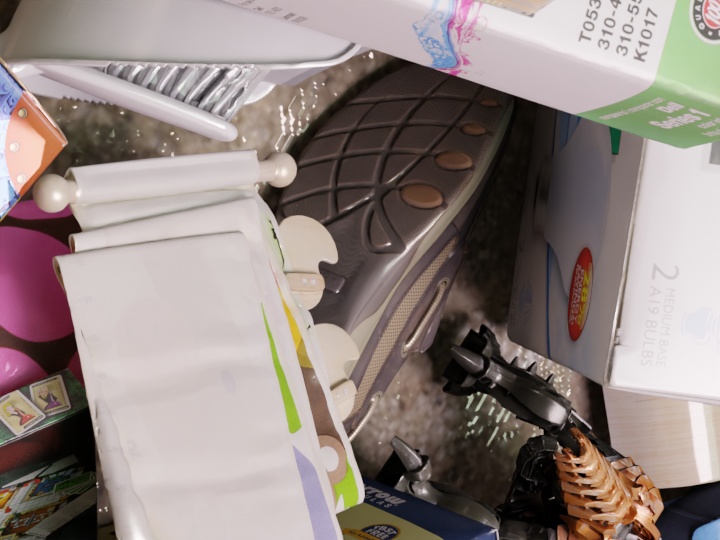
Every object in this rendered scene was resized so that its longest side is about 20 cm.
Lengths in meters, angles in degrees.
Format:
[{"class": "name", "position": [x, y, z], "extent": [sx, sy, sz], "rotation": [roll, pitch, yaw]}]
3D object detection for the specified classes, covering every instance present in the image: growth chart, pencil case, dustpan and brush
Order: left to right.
[{"class": "pencil case", "position": [-0.140, 0.017, 1.030], "extent": [0.199, 0.091, 0.094], "rotation": [-11, 71, -37]}, {"class": "dustpan and brush", "position": [-0.108, -0.078, 1.026], "extent": [0.199, 0.140, 0.058], "rotation": [17, 83, -14]}, {"class": "growth chart", "position": [-0.052, 0.048, 1.014], "extent": [0.144, 0.018, 0.201], "rotation": [4, 70, -44]}]

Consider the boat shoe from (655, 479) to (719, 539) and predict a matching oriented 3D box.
[{"class": "boat shoe", "position": [0.193, 0.112, 1.315], "extent": [0.199, 0.068, 0.085], "rotation": [12, 81, -52]}]

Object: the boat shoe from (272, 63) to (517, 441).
[{"class": "boat shoe", "position": [0.000, 0.000, 1.151], "extent": [0.200, 0.074, 0.073], "rotation": [-54, 152, -20]}]

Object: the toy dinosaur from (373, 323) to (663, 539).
[{"class": "toy dinosaur", "position": [0.083, 0.092, 1.178], "extent": [0.102, 0.135, 0.200], "rotation": [-52, 169, -34]}]

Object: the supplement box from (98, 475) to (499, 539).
[{"class": "supplement box", "position": [-0.052, 0.206, 1.106], "extent": [0.199, 0.134, 0.201], "rotation": [-19, 111, -33]}]

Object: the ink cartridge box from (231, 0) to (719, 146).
[{"class": "ink cartridge box", "position": [0.052, -0.142, 0.952], "extent": [0.199, 0.084, 0.146], "rotation": [17, 83, -15]}]

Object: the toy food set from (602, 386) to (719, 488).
[{"class": "toy food set", "position": [0.189, 0.010, 1.305], "extent": [0.199, 0.060, 0.145], "rotation": [-13, 97, -36]}]

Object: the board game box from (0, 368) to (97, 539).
[{"class": "board game box", "position": [-0.186, 0.108, 0.997], "extent": [0.199, 0.024, 0.105], "rotation": [-23, 150, -21]}]

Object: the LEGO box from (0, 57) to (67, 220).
[{"class": "LEGO box", "position": [-0.209, -0.027, 0.889], "extent": [0.149, 0.200, 0.077], "rotation": [-50, 125, -16]}]

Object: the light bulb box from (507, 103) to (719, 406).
[{"class": "light bulb box", "position": [0.147, -0.050, 1.131], "extent": [0.124, 0.200, 0.200], "rotation": [7, 92, -8]}]
